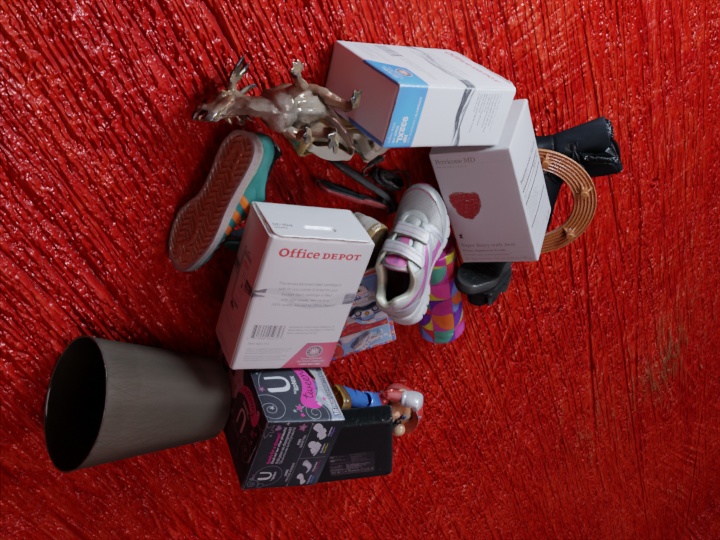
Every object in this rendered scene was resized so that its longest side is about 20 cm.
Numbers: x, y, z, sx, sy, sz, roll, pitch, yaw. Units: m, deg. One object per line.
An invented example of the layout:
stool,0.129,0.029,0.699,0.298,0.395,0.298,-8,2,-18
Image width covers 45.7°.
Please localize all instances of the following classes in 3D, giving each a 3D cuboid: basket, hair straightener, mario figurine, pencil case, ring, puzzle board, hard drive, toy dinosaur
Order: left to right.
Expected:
basket,-0.276,0.166,1.094,0.198,0.136,0.182,4,124,-46
toy dinosaur,-0.086,-0.194,1.000,0.198,0.134,0.087,7,98,-49
puzzle board,-0.051,0.081,1.253,0.197,0.018,0.152,-17,133,-4
hard drive,-0.016,0.286,1.395,0.137,0.033,0.201,-6,144,-3
mario figurine,0.028,0.241,1.412,0.198,0.123,0.108,9,88,-38
hair straightener,0.024,-0.123,1.197,0.199,0.041,0.078,17,108,-46
pencil case,0.118,0.024,1.358,0.088,0.088,0.202,-30,133,-19
ring,0.269,-0.102,1.342,0.197,0.019,0.202,5,131,6

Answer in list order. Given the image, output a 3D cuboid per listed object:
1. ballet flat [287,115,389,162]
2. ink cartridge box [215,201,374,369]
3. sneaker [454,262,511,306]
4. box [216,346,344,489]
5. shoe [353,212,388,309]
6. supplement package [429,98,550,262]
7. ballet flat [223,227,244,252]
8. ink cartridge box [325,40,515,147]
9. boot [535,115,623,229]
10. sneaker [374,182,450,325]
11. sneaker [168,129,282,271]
ballet flat,-0.012,-0.168,1.114,0.198,0.064,0.069,-5,150,-35
ink cartridge box,-0.085,0.022,1.078,0.145,0.083,0.202,3,123,-30
sneaker,0.196,0.022,1.359,0.199,0.060,0.105,-36,149,-50
box,-0.120,0.173,1.153,0.113,0.201,0.133,2,127,-29
shoe,0.000,0.000,1.264,0.070,0.053,0.202,-35,147,-39
supplement package,0.191,-0.125,1.230,0.121,0.120,0.202,-64,143,-41
ballet flat,-0.093,-0.032,1.148,0.198,0.073,0.074,23,105,-31
ink cartridge box,0.075,-0.224,1.088,0.198,0.145,0.085,-7,125,-36
boot,0.332,-0.144,1.358,0.166,0.077,0.202,-9,132,16
sneaker,0.069,-0.024,1.190,0.088,0.080,0.203,10,89,-67
sneaker,-0.161,-0.079,1.051,0.201,0.071,0.080,-54,154,20
